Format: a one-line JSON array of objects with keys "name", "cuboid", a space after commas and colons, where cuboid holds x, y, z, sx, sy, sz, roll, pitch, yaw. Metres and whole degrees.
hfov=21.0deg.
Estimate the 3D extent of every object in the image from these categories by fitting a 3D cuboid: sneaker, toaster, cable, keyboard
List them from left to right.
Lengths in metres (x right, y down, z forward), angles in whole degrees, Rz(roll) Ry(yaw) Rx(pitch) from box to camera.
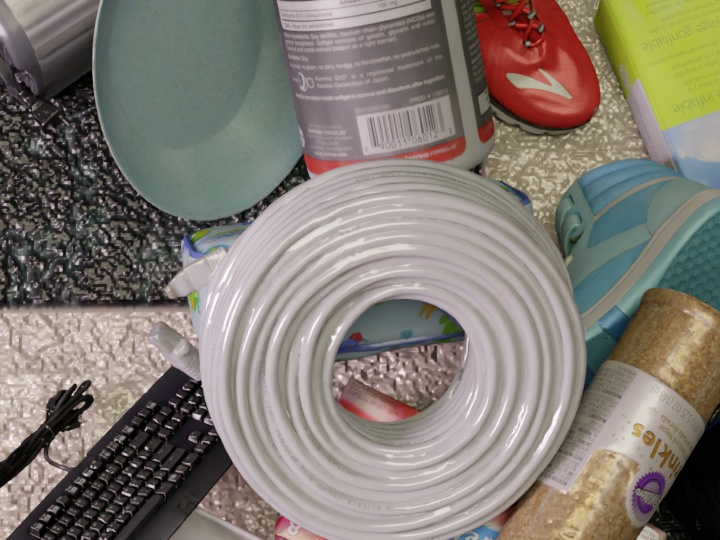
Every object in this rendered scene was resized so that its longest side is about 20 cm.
[{"name": "toaster", "cuboid": [-0.189, -0.196, 1.168, 0.129, 0.114, 0.201, -33, 78, -12]}, {"name": "keyboard", "cuboid": [-0.147, 0.111, 1.074, 0.126, 0.021, 0.200, 14, 34, 21]}, {"name": "cable", "cuboid": [0.017, 0.042, 0.992, 0.199, 0.069, 0.200, -38, 108, 4]}, {"name": "sneaker", "cuboid": [0.081, -0.168, 1.174, 0.077, 0.085, 0.201, -37, 97, -12]}, {"name": "sneaker", "cuboid": [0.133, 0.018, 1.133, 0.200, 0.131, 0.080, -43, 123, -1]}]

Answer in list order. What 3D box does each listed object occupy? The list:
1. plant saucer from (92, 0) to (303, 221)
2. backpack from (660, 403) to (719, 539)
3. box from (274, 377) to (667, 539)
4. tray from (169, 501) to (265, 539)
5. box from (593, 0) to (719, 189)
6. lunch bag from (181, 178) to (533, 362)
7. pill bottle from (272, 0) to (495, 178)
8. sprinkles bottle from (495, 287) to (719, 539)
[{"name": "plant saucer", "cuboid": [-0.093, -0.132, 1.138, 0.038, 0.201, 0.202, 13, 71, 39]}, {"name": "backpack", "cuboid": [0.266, 0.133, 1.052, 0.146, 0.200, 0.184, -27, 77, -9]}, {"name": "box", "cuboid": [0.059, 0.154, 1.092, 0.198, 0.096, 0.100, 26, 76, 5]}, {"name": "tray", "cuboid": [-0.027, 0.209, 1.091, 0.198, 0.022, 0.108, 26, 116, 5]}, {"name": "box", "cuboid": [0.236, -0.093, 1.190, 0.121, 0.048, 0.202, -19, 77, -6]}, {"name": "lunch bag", "cuboid": [0.000, 0.000, 1.101, 0.198, 0.161, 0.083, -10, 99, -7]}, {"name": "pill bottle", "cuboid": [0.007, -0.155, 1.122, 0.115, 0.116, 0.202, -13, 107, -6]}, {"name": "sprinkles bottle", "cuboid": [0.129, 0.107, 1.022, 0.068, 0.068, 0.201, 32, 76, 6]}]
